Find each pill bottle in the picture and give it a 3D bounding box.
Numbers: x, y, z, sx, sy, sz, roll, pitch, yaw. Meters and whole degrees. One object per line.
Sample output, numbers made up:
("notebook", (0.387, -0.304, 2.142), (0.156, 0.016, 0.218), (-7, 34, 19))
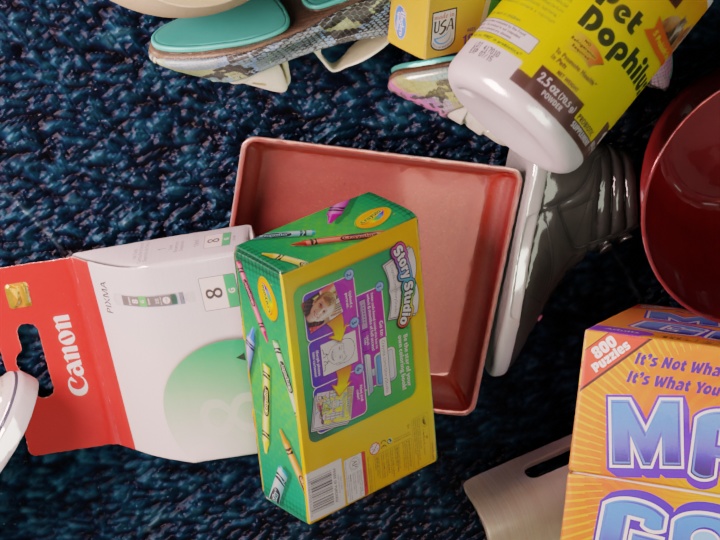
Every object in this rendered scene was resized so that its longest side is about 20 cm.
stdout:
("pill bottle", (0.156, -0.169, 1.529), (0.109, 0.109, 0.200), (43, 82, -27))

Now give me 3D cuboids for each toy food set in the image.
("toy food set", (0.163, 0.224, 1.831), (0.143, 0.060, 0.201), (-22, 122, -14))

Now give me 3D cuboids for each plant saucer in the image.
("plant saucer", (0.000, 0.000, 1.672), (0.199, 0.037, 0.201), (6, 116, -8))

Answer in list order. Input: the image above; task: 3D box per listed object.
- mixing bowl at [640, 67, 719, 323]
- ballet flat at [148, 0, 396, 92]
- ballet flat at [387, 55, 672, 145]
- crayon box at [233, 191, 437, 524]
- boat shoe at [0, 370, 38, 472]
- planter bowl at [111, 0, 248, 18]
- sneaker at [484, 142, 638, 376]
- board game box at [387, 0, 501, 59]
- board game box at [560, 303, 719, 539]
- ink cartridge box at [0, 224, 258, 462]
("mixing bowl", (0.278, -0.072, 1.667), (0.199, 0.108, 0.201), (-6, 117, -11))
("ballet flat", (-0.041, -0.156, 1.575), (0.199, 0.074, 0.074), (-18, 119, -2))
("ballet flat", (0.121, -0.127, 1.615), (0.199, 0.069, 0.071), (-12, 90, -4))
("crayon box", (-0.015, 0.060, 1.619), (0.119, 0.058, 0.201), (-23, 121, -32))
("boat shoe", (-0.309, 0.138, 1.667), (0.066, 0.072, 0.200), (34, 116, -26))
("planter bowl", (-0.111, -0.242, 1.476), (0.199, 0.135, 0.201), (-5, 119, -10))
("sneaker", (0.146, -0.009, 1.692), (0.099, 0.071, 0.201), (1, 119, -18))
("board game box", (0.094, -0.250, 1.537), (0.153, 0.040, 0.201), (-17, 123, -34))
("board game box", (0.263, 0.143, 1.654), (0.199, 0.200, 0.201), (8, 97, 16))
("ink cartridge box", (-0.157, 0.061, 1.649), (0.199, 0.050, 0.161), (-10, 117, 3))
